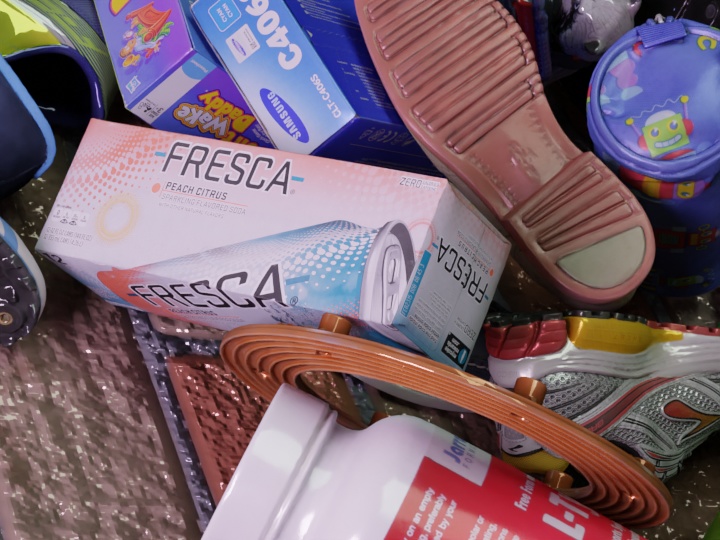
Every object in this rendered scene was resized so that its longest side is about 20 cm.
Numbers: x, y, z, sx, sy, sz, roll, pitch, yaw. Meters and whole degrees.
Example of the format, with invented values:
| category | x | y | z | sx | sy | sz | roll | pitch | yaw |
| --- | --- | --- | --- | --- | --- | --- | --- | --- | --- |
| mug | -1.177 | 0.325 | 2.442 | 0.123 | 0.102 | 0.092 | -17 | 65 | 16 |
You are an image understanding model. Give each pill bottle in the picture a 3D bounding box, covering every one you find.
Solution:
| category | x | y | z | sx | sy | sz | roll | pitch | yaw |
| --- | --- | --- | --- | --- | --- | --- | --- | --- | --- |
| pill bottle | 0.037 | 0.129 | 1.042 | 0.199 | 0.113 | 0.112 | 28 | 37 | 0 |

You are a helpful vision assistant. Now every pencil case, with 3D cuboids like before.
| category | x | y | z | sx | sy | sz | roll | pitch | yaw |
| --- | --- | --- | --- | --- | --- | --- | --- | --- | --- |
| pencil case | 0.151 | -0.054 | 1.262 | 0.077 | 0.200 | 0.088 | -4 | 70 | 6 |

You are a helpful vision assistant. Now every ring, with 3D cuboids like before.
| category | x | y | z | sx | sy | sz | roll | pitch | yaw |
| --- | --- | --- | --- | --- | --- | --- | --- | --- | --- |
| ring | 0.036 | 0.061 | 1.076 | 0.199 | 0.200 | 0.019 | 23 | 74 | -7 |

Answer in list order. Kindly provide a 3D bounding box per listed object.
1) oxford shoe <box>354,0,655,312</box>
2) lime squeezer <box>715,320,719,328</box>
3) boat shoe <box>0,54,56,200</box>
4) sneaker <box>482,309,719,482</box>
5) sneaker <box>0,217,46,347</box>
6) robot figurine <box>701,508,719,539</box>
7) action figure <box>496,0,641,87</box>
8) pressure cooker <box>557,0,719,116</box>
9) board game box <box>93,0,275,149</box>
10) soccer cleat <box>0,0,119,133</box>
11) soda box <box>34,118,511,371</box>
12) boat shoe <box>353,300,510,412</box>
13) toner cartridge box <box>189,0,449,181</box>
| category | x | y | z | sx | sy | sz | roll | pitch | yaw |
| --- | --- | --- | --- | --- | --- | --- | --- | --- | --- |
| oxford shoe | 0.060 | -0.059 | 1.208 | 0.070 | 0.074 | 0.201 | -30 | 76 | -10 |
| lime squeezer | 0.216 | 0.058 | 1.313 | 0.200 | 0.038 | 0.071 | 55 | 13 | 32 |
| boat shoe | -0.214 | -0.114 | 1.149 | 0.068 | 0.084 | 0.201 | -37 | 94 | -10 |
| sneaker | 0.128 | 0.065 | 1.219 | 0.199 | 0.078 | 0.083 | 6 | 84 | -43 |
| sneaker | -0.214 | -0.041 | 1.123 | 0.199 | 0.072 | 0.073 | 35 | 30 | 4 |
| robot figurine | 0.249 | 0.127 | 1.175 | 0.199 | 0.116 | 0.176 | -1 | 37 | -33 |
| action figure | 0.075 | -0.176 | 1.351 | 0.104 | 0.201 | 0.193 | -26 | 47 | -24 |
| pressure cooker | 0.220 | -0.138 | 1.410 | 0.199 | 0.177 | 0.179 | 10 | 18 | -37 |
| board game box | -0.076 | -0.129 | 1.284 | 0.134 | 0.045 | 0.201 | 35 | 26 | -42 |
| soccer cleat | -0.205 | -0.110 | 1.213 | 0.199 | 0.065 | 0.084 | 10 | 52 | -19 |
| soda box | -0.040 | -0.011 | 1.103 | 0.199 | 0.069 | 0.064 | 11 | -18 | 36 |
| boat shoe | 0.000 | 0.000 | 1.212 | 0.199 | 0.062 | 0.075 | 28 | 35 | -1 |
| toner cartridge box | 0.000 | -0.091 | 1.254 | 0.095 | 0.043 | 0.200 | 57 | 19 | 16 |
